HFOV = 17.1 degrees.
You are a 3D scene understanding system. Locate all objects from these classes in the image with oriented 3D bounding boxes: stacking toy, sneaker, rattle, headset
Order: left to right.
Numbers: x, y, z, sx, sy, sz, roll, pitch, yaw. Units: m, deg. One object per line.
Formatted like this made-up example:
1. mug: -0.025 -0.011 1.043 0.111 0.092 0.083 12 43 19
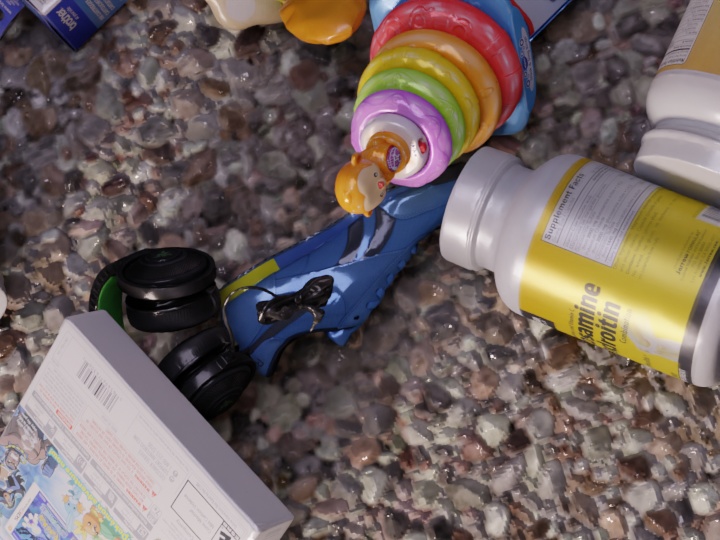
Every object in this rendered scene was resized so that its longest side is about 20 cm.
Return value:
1. headset: -0.103 0.037 1.582 0.094 0.200 0.124 -25 96 -36
2. rattle: -0.070 -0.260 1.631 0.130 0.143 0.200 -7 108 4
3. sneaker: 0.000 0.000 1.616 0.200 0.066 0.079 -31 84 2
4. stacking toy: 0.032 -0.098 1.556 0.110 0.116 0.200 4 34 25

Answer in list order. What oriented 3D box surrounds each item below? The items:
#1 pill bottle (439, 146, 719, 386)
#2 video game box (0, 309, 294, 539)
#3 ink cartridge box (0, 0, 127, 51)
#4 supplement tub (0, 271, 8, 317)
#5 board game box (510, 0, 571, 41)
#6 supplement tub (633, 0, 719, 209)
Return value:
1. pill bottle: 0.157 -0.009 1.549 0.200 0.112 0.112 22 79 19
2. video game box: -0.157 0.159 1.563 0.200 0.047 0.182 46 120 21
3. ink cartridge box: -0.212 -0.258 1.737 0.200 0.076 0.136 -43 68 -4
4. supplement tub: -0.336 -0.046 1.667 0.140 0.140 0.200 -26 68 5
5. board game box: 0.109 -0.257 1.642 0.200 0.037 0.151 -44 100 -2
6. supplement tub: 0.272 -0.132 1.541 0.144 0.145 0.200 22 79 19
